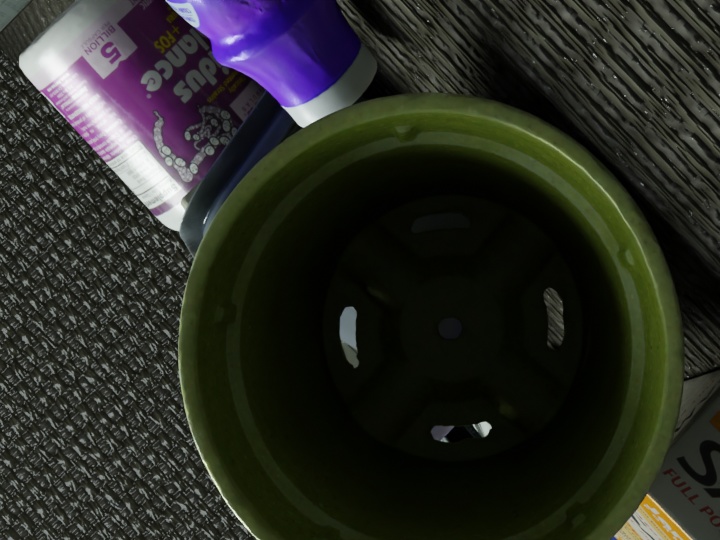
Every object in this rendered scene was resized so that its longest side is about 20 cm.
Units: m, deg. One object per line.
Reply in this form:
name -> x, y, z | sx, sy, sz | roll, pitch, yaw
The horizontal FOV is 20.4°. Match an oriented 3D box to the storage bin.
storage bin -> -0.003, -0.010, 1.050 | 0.134, 0.146, 0.200 | 34, 172, 10

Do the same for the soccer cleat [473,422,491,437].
soccer cleat -> 0.093, 0.083, 1.260 | 0.085, 0.069, 0.200 | 40, 177, 14

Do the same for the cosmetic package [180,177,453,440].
cosmetic package -> 0.000, 0.000, 1.186 | 0.200, 0.103, 0.073 | 45, 175, 18

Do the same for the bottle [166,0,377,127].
bottle -> -0.069, -0.149, 0.870 | 0.200, 0.065, 0.083 | 49, 174, -26

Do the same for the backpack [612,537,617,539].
backpack -> 0.119, 0.204, 1.129 | 0.167, 0.201, 0.163 | 20, 159, 49

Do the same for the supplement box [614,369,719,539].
supplement box -> 0.172, 0.116, 0.906 | 0.126, 0.074, 0.200 | 45, 173, 4

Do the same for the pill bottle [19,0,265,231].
pill bottle -> -0.115, -0.098, 1.286 | 0.200, 0.112, 0.112 | 47, 174, -12

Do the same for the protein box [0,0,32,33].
protein box -> -0.316, -0.262, 1.383 | 0.199, 0.135, 0.200 | 46, -179, 0

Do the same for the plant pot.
plant pot -> 0.036, 0.030, 0.866 | 0.200, 0.200, 0.184 | 45, -174, 3

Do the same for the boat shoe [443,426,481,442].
boat shoe -> 0.121, 0.158, 1.516 | 0.200, 0.074, 0.068 | 53, -167, 32
